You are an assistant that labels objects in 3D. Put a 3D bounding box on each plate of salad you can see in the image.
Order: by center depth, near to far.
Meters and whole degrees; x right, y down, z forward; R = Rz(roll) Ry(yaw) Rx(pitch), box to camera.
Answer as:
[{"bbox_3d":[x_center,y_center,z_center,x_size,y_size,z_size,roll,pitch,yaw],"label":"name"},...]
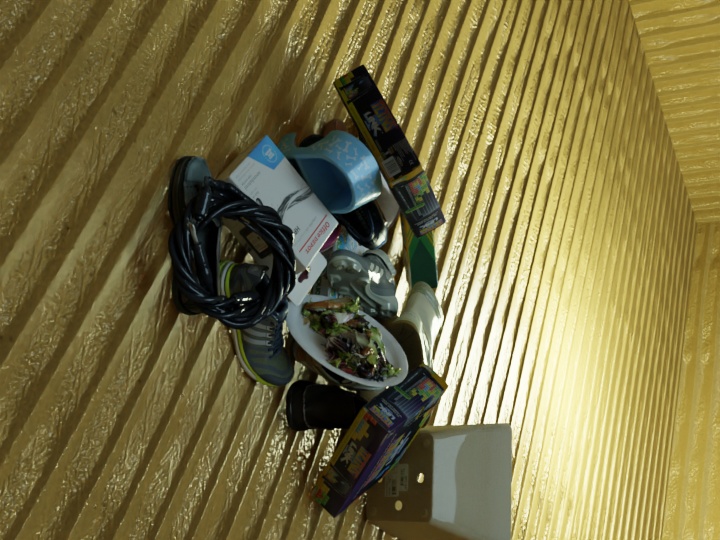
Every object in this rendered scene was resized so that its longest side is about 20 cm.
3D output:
[{"bbox_3d":[-0.015,0.090,1.516,0.199,0.199,0.048,-18,144,-60],"label":"plate of salad"}]

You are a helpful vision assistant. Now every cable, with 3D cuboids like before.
[{"bbox_3d":[-0.148,-0.011,1.311,0.200,0.050,0.165,40,53,-41],"label":"cable"}]

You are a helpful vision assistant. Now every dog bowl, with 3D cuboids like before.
[{"bbox_3d":[-0.058,-0.132,1.484,0.050,0.198,0.112,-42,121,-34],"label":"dog bowl"}]

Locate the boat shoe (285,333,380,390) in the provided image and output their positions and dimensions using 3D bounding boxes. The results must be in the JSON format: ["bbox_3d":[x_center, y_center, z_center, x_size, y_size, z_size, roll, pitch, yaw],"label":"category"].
[{"bbox_3d":[-0.021,0.143,1.577,0.199,0.068,0.076,21,97,-40],"label":"boat shoe"}]

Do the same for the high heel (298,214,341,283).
[{"bbox_3d":[-0.091,-0.053,1.555,0.096,0.067,0.201,50,43,-23],"label":"high heel"}]

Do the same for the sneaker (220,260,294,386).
[{"bbox_3d":[-0.130,0.075,1.431,0.074,0.080,0.202,-59,135,-45],"label":"sneaker"}]

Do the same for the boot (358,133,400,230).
[{"bbox_3d":[0.023,-0.178,1.727,0.201,0.069,0.148,-91,174,-50],"label":"boot"}]

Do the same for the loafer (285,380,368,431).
[{"bbox_3d":[-0.041,0.199,1.579,0.199,0.070,0.074,11,76,-60],"label":"loafer"}]

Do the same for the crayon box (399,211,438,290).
[{"bbox_3d":[0.095,-0.076,1.822,0.126,0.051,0.203,-99,-177,-82],"label":"crayon box"}]

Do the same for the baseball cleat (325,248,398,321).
[{"bbox_3d":[0.000,0.000,1.634,0.200,0.069,0.108,52,31,-53],"label":"baseball cleat"}]

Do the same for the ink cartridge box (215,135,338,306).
[{"bbox_3d":[-0.107,-0.067,1.443,0.201,0.066,0.116,50,40,-15],"label":"ink cartridge box"}]

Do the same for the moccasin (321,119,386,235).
[{"bbox_3d":[-0.008,-0.149,1.650,0.073,0.077,0.204,31,37,-53],"label":"moccasin"}]

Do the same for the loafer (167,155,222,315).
[{"bbox_3d":[-0.197,-0.046,1.337,0.071,0.062,0.203,3,84,-42],"label":"loafer"}]

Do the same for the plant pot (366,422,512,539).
[{"bbox_3d":[0.116,0.343,1.731,0.176,0.198,0.203,18,70,-48],"label":"plant pot"}]

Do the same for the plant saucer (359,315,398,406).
[{"bbox_3d":[0.045,0.152,1.737,0.200,0.035,0.204,0,90,-71],"label":"plant saucer"}]

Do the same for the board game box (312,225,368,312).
[{"bbox_3d":[-0.026,0.014,1.671,0.126,0.034,0.203,34,56,-54],"label":"board game box"}]

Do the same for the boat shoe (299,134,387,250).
[{"bbox_3d":[-0.024,-0.125,1.575,0.200,0.084,0.069,50,7,14],"label":"boat shoe"}]

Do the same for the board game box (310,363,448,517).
[{"bbox_3d":[0.028,0.247,1.559,0.165,0.057,0.201,-31,155,-50],"label":"board game box"}]

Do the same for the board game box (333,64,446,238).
[{"bbox_3d":[0.044,-0.169,1.529,0.201,0.056,0.166,63,5,30],"label":"board game box"}]

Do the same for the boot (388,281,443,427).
[{"bbox_3d":[0.094,0.136,1.723,0.155,0.071,0.203,-61,148,-59],"label":"boot"}]
